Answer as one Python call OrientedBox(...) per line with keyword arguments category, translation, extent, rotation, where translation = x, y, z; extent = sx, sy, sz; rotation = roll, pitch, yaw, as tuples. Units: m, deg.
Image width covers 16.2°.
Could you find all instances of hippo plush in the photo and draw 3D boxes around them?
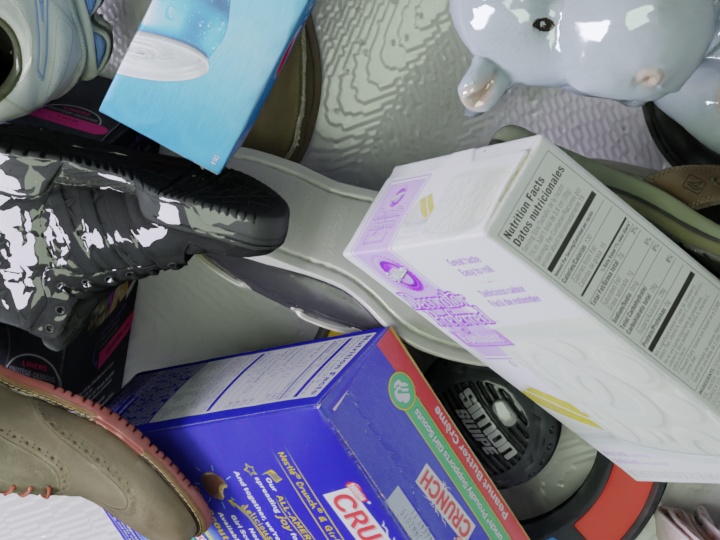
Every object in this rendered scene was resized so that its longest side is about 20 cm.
OrientedBox(category="hippo plush", translation=(0.112, -0.139, 1.139), extent=(0.200, 0.161, 0.160), rotation=(13, 93, 31))

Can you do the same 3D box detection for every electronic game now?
OrientedBox(category="electronic game", translation=(0.066, 0.077, 1.319), extent=(0.200, 0.042, 0.200), rotation=(6, 110, 17))

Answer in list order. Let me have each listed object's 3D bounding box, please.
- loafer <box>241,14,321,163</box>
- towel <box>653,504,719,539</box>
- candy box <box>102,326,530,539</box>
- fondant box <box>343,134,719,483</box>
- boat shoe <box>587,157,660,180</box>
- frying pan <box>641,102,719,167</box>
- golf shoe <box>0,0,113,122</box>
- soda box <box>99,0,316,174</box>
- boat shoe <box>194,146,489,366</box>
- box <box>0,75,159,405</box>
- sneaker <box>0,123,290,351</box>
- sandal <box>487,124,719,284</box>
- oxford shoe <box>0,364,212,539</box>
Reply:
OrientedBox(category="loafer", translation=(-0.062, -0.133, 1.270), extent=(0.076, 0.067, 0.200), rotation=(5, 110, 17))
OrientedBox(category="towel", translation=(0.203, 0.233, 1.259), extent=(0.032, 0.191, 0.200), rotation=(-13, 107, -10))
OrientedBox(category="candy box", translation=(-0.029, 0.124, 1.300), extent=(0.200, 0.077, 0.169), rotation=(-11, 118, 44))
OrientedBox(category="fondant box", translation=(0.108, 0.023, 1.176), extent=(0.200, 0.058, 0.144), rotation=(39, 162, -19))
OrientedBox(category="boat shoe", translation=(0.179, 0.000, 1.227), extent=(0.200, 0.073, 0.063), rotation=(18, 158, 7))
OrientedBox(category="frying pan", translation=(0.196, -0.053, 1.234), extent=(0.115, 0.031, 0.190), rotation=(2, 114, 20))
OrientedBox(category="golf shoe", translation=(-0.185, -0.165, 1.221), extent=(0.078, 0.097, 0.200), rotation=(-2, 121, 35))
OrientedBox(category="soda box", translation=(-0.047, -0.151, 1.190), extent=(0.068, 0.064, 0.200), rotation=(28, 109, -1))
OrientedBox(category="boat shoe", translation=(0.000, 0.000, 1.271), extent=(0.200, 0.060, 0.074), rotation=(19, 70, 0))
OrientedBox(category="box", translation=(-0.188, -0.003, 1.338), extent=(0.122, 0.106, 0.200), rotation=(16, 113, 12))
OrientedBox(category="sneaker", translation=(-0.132, -0.008, 1.231), extent=(0.200, 0.060, 0.104), rotation=(15, 111, 16))
OrientedBox(category="sandal", translation=(0.154, -0.025, 1.159), extent=(0.201, 0.080, 0.057), rotation=(29, 73, 9))
OrientedBox(category="oxford shoe", translation=(-0.169, 0.092, 1.251), extent=(0.200, 0.075, 0.070), rotation=(31, 153, -2))
